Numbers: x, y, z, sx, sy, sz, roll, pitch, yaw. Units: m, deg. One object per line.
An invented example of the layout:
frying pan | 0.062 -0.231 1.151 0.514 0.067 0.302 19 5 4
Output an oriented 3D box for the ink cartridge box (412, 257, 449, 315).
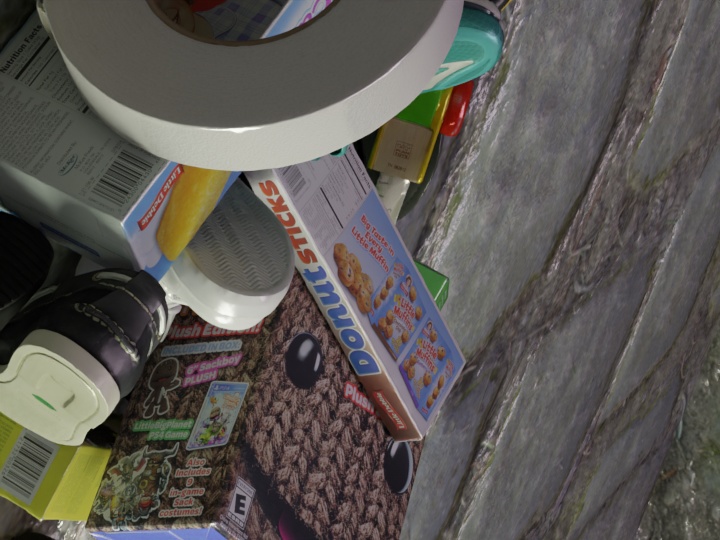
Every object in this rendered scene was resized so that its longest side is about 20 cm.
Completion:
ink cartridge box | -0.016 0.085 1.389 0.201 0.084 0.146 -61 174 -9

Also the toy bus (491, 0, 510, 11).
toy bus | -0.021 -0.168 1.060 0.192 0.136 0.200 -48 159 3

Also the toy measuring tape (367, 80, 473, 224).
toy measuring tape | 0.029 -0.086 1.243 0.074 0.073 0.201 -37 151 -52

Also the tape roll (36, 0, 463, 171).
tape roll | -0.051 -0.139 0.878 0.203 0.202 0.037 -55 157 -21

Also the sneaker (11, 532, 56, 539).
sneaker | -0.223 0.221 1.088 0.087 0.073 0.200 -66 161 13

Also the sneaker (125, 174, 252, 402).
sneaker | -0.087 0.010 1.177 0.201 0.076 0.091 -66 151 -6

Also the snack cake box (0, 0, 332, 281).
snack cake box | -0.100 -0.104 0.925 0.200 0.115 0.067 -55 157 -21

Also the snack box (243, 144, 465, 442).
snack box | 0.000 0.000 1.067 0.201 0.024 0.072 62 40 -26

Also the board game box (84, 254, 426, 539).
board game box | -0.048 0.097 1.086 0.159 0.096 0.201 45 50 -40

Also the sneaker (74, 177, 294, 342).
sneaker | -0.099 0.007 0.995 0.073 0.200 0.116 13 112 -26

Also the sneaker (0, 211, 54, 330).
sneaker | -0.226 0.044 0.868 0.200 0.074 0.089 -39 156 -37

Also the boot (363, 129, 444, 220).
boot | 0.058 -0.142 1.344 0.174 0.069 0.201 -45 156 -64

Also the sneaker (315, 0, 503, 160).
sneaker | -0.015 -0.092 0.986 0.199 0.080 0.078 -17 141 -3

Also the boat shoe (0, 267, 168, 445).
boat shoe | -0.150 0.043 0.937 0.068 0.072 0.200 -58 -164 -23

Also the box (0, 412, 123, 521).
box | -0.162 0.115 1.109 0.050 0.075 0.200 -63 162 -1

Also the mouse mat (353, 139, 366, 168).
mouse mat | -0.031 -0.008 1.264 0.161 0.007 0.201 -100 -153 -66
